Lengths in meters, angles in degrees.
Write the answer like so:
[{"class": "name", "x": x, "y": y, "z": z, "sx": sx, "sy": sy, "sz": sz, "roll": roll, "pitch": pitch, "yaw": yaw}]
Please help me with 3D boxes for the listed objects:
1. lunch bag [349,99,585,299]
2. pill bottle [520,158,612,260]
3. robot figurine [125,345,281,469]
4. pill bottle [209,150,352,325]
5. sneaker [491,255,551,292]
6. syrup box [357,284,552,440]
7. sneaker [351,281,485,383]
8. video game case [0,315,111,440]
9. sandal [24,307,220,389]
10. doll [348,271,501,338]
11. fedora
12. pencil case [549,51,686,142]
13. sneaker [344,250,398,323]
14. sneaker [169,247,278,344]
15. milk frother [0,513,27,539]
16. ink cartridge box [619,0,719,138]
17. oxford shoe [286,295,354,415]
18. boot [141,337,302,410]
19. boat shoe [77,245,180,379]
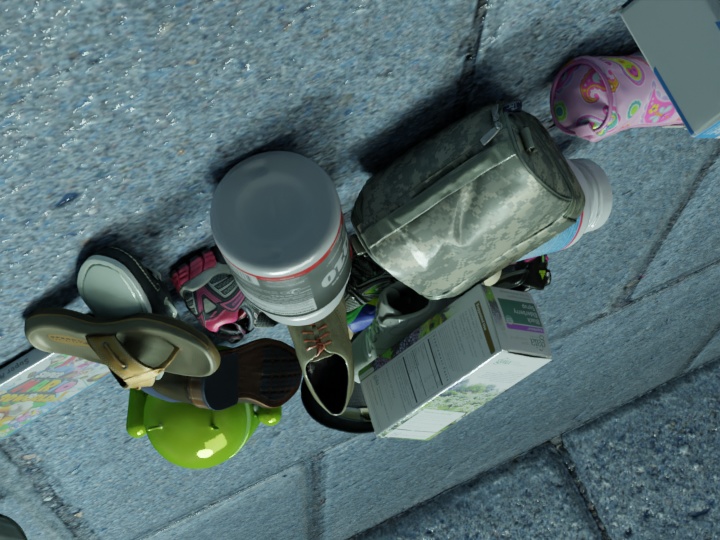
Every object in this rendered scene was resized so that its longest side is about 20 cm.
[{"class": "lunch bag", "x": 0.101, "y": -0.070, "z": 1.402, "sx": 0.200, "sy": 0.140, "sz": 0.168, "roll": -32, "pitch": 168, "yaw": 19}, {"class": "pill bottle", "x": 0.177, "y": -0.067, "z": 1.581, "sx": 0.199, "sy": 0.109, "sz": 0.109, "roll": -13, "pitch": 157, "yaw": -39}, {"class": "robot figurine", "x": -0.169, "y": 0.150, "z": 1.614, "sx": 0.175, "sy": 0.116, "sz": 0.200, "roll": -4, "pitch": -172, "yaw": 10}, {"class": "pill bottle", "x": -0.066, "y": -0.022, "z": 1.336, "sx": 0.114, "sy": 0.114, "sz": 0.200, "roll": -26, "pitch": 163, "yaw": -4}, {"class": "sneaker", "x": 0.197, "y": -0.021, "z": 1.722, "sx": 0.074, "sy": 0.087, "sz": 0.200, "roll": 1, "pitch": 128, "yaw": -48}, {"class": "syrup box", "x": 0.095, "y": 0.098, "z": 1.513, "sx": 0.079, "sy": 0.082, "sz": 0.200, "roll": 9, "pitch": 143, "yaw": -41}, {"class": "sneaker", "x": 0.036, "y": 0.052, "z": 1.575, "sx": 0.092, "sy": 0.076, "sz": 0.200, "roll": 19, "pitch": 133, "yaw": -42}, {"class": "video game case", "x": -0.324, "y": 0.113, "z": 1.493, "sx": 0.199, "sy": 0.018, "sz": 0.143, "roll": -31, "pitch": 162, "yaw": 8}, {"class": "sandal", "x": -0.218, "y": 0.077, "z": 1.321, "sx": 0.199, "sy": 0.054, "sz": 0.080, "roll": 6, "pitch": 146, "yaw": 18}, {"class": "doll", "x": 0.071, "y": 0.030, "z": 1.708, "sx": 0.199, "sy": 0.049, "sz": 0.136, "roll": -20, "pitch": -174, "yaw": 13}, {"class": "fedora", "x": 0.009, "y": 0.106, "z": 1.796, "sx": 0.200, "sy": 0.201, "sz": 0.092, "roll": -27, "pitch": 129, "yaw": -3}, {"class": "pencil case", "x": 0.280, "y": -0.177, "z": 1.463, "sx": 0.199, "sy": 0.088, "sz": 0.087, "roll": -11, "pitch": 156, "yaw": -42}, {"class": "sneaker", "x": 0.000, "y": 0.000, "z": 1.589, "sx": 0.200, "sy": 0.078, "sz": 0.085, "roll": -22, "pitch": 157, "yaw": -48}, {"class": "sneaker", "x": -0.128, "y": 0.038, "z": 1.482, "sx": 0.080, "sy": 0.075, "sz": 0.200, "roll": -32, "pitch": 163, "yaw": 13}, {"class": "milk frother", "x": -0.523, "y": 0.351, "z": 1.724, "sx": 0.199, "sy": 0.181, "sz": 0.188, "roll": 14, "pitch": 166, "yaw": 11}, {"class": "ink cartridge box", "x": 0.356, "y": -0.205, "z": 1.398, "sx": 0.084, "sy": 0.145, "sz": 0.200, "roll": -38, "pitch": 160, "yaw": 34}, {"class": "oxford shoe", "x": -0.042, "y": 0.053, "z": 1.482, "sx": 0.070, "sy": 0.201, "sz": 0.075, "roll": -19, "pitch": -155, "yaw": 0}, {"class": "boot", "x": -0.141, "y": 0.103, "z": 1.502, "sx": 0.097, "sy": 0.075, "sz": 0.200, "roll": 4, "pitch": 180, "yaw": 28}, {"class": "boat shoe", "x": -0.209, "y": 0.027, "z": 1.356, "sx": 0.200, "sy": 0.075, "sz": 0.060, "roll": 91, "pitch": 23, "yaw": -60}]
